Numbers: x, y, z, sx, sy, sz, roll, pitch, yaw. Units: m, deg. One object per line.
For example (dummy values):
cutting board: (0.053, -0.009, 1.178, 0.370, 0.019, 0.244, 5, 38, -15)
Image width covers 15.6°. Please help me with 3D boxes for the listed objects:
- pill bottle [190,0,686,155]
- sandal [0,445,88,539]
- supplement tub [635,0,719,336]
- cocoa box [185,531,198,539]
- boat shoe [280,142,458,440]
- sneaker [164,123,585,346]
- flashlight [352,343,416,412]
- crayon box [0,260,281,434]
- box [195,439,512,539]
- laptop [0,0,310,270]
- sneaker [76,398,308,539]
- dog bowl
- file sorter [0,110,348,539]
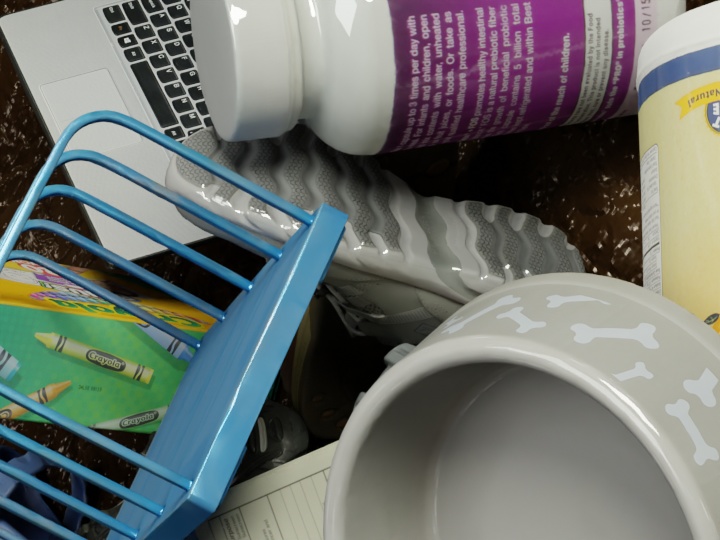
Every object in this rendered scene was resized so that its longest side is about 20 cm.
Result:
pill bottle: (0.031, -0.111, 1.138, 0.112, 0.199, 0.113, 171, 90, -75)
sandal: (-0.183, 0.178, 1.432, 0.087, 0.079, 0.201, -30, 62, 37)
supplement tub: (0.179, 0.005, 1.005, 0.144, 0.144, 0.202, -13, 73, 46)
cocoa box: (-0.045, 0.235, 1.217, 0.131, 0.133, 0.201, -53, 48, 30)
boat shoe: (-0.007, -0.019, 1.254, 0.068, 0.072, 0.201, 46, 132, 49)
sneaker: (0.000, 0.000, 1.177, 0.082, 0.199, 0.075, -56, 20, 37)
flashlight: (0.089, 0.096, 1.121, 0.199, 0.068, 0.068, 25, 69, 33)
crayon box: (-0.151, 0.036, 1.328, 0.118, 0.199, 0.059, 24, 100, 48)
box: (0.034, 0.101, 1.075, 0.199, 0.078, 0.096, -24, 84, 36)
laptop: (-0.067, -0.128, 1.337, 0.116, 0.199, 0.188, 94, 154, -49)
sneaker: (-0.079, 0.128, 1.315, 0.200, 0.079, 0.074, -47, 41, 40)
dog bowl: (0.071, 0.105, 0.960, 0.199, 0.059, 0.202, 10, 107, 36)
file sorter: (-0.111, 0.038, 1.115, 0.139, 0.122, 0.200, -66, 10, -24)
